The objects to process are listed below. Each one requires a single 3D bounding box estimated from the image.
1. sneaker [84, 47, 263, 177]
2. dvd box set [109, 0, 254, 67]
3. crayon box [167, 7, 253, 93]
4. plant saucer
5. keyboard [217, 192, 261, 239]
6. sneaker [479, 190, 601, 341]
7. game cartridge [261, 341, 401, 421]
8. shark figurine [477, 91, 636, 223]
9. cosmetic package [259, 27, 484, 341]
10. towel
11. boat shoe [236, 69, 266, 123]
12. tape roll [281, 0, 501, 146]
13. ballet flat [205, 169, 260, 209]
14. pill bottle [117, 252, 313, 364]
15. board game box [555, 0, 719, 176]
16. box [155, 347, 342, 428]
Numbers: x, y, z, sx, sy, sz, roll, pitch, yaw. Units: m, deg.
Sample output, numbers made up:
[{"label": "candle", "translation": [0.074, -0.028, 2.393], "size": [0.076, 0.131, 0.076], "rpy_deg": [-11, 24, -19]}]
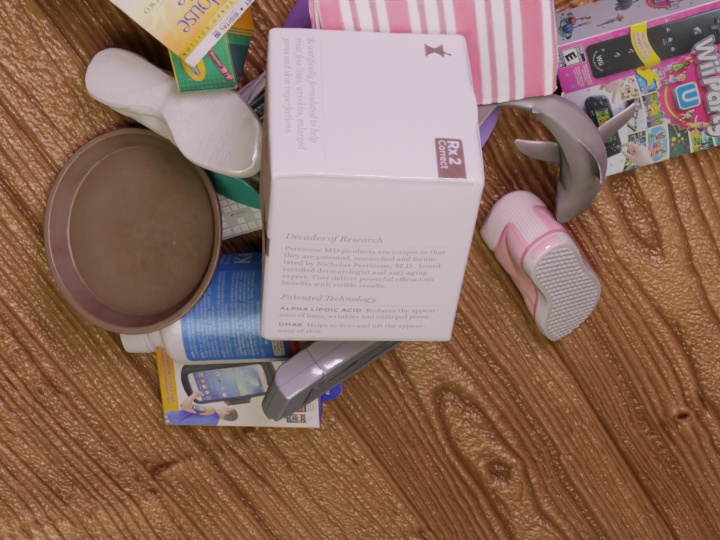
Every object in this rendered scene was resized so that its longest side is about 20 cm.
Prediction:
[{"label": "sneaker", "translation": [-0.158, -0.144, 1.375], "size": [0.199, 0.088, 0.076], "rpy_deg": [31, 87, 20]}, {"label": "dvd box set", "translation": [-0.168, -0.278, 1.198], "size": [0.199, 0.030, 0.146], "rpy_deg": [39, 119, -20]}, {"label": "crayon box", "translation": [-0.145, -0.273, 1.291], "size": [0.057, 0.119, 0.202], "rpy_deg": [-5, 125, 8]}, {"label": "plant saucer", "translation": [-0.221, -0.039, 1.454], "size": [0.197, 0.029, 0.203], "rpy_deg": [0, 90, 20]}, {"label": "keyboard", "translation": [-0.170, -0.048, 1.513], "size": [0.197, 0.011, 0.057], "rpy_deg": [-15, 122, 14]}, {"label": "sneaker", "translation": [0.179, -0.012, 1.483], "size": [0.075, 0.105, 0.201], "rpy_deg": [-36, 149, -3]}, {"label": "game cartridge", "translation": [-0.006, 0.074, 1.458], "size": [0.199, 0.042, 0.133], "rpy_deg": [-32, 166, -19]}, {"label": "shark figurine", "translation": [0.178, -0.109, 1.298], "size": [0.128, 0.090, 0.214], "rpy_deg": [-38, 137, 20]}, {"label": "cosmetic package", "translation": [0.001, -0.066, 1.196], "size": [0.162, 0.166, 0.201], "rpy_deg": [1, 140, -6]}, {"label": "towel", "translation": [0.062, -0.191, 1.205], "size": [0.197, 0.030, 0.147], "rpy_deg": [-7, 141, 3]}, {"label": "boat shoe", "translation": [-0.054, -0.173, 1.384], "size": [0.073, 0.067, 0.200], "rpy_deg": [39, 119, -21]}, {"label": "tape roll", "translation": [0.025, -0.171, 1.328], "size": [0.197, 0.085, 0.202], "rpy_deg": [-9, 120, -16]}, {"label": "ballet flat", "translation": [-0.080, -0.087, 1.425], "size": [0.199, 0.064, 0.068], "rpy_deg": [24, 160, 38]}, {"label": "pill bottle", "translation": [-0.143, 0.039, 1.509], "size": [0.197, 0.113, 0.113], "rpy_deg": [-2, 125, 5]}, {"label": "board game box", "translation": [0.285, -0.183, 1.355], "size": [0.197, 0.065, 0.149], "rpy_deg": [-15, 123, 14]}, {"label": "box", "translation": [-0.119, 0.113, 1.603], "size": [0.197, 0.042, 0.120], "rpy_deg": [2, 125, 6]}]
